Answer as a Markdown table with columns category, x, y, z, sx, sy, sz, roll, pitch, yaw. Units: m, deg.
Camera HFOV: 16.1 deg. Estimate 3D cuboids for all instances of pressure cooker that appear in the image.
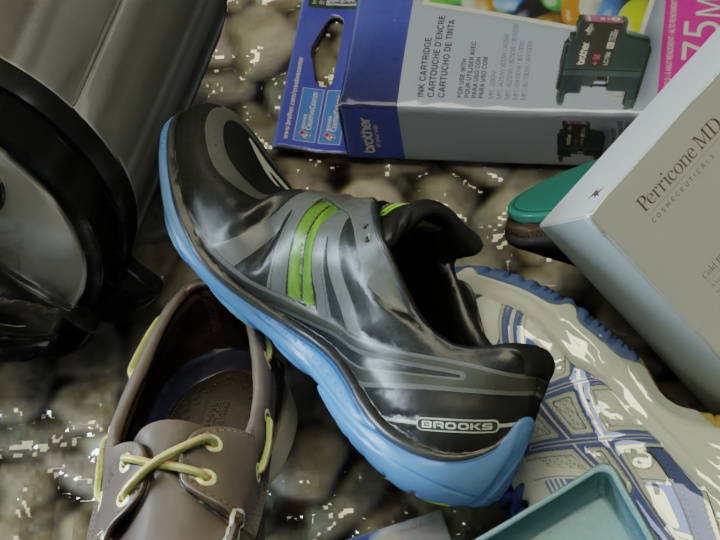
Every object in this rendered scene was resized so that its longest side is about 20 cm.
| category | x | y | z | sx | sy | sz | roll | pitch | yaw |
| --- | --- | --- | --- | --- | --- | --- | --- | --- | --- |
| pressure cooker | -0.158 | -0.069 | 0.995 | 0.175 | 0.179 | 0.201 | 10 | 55 | 13 |

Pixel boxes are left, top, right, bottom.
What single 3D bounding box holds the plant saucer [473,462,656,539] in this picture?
| category | x | y | z | sx | sy | sz | roll | pitch | yaw |
| --- | --- | --- | --- | --- | --- | --- | --- | --- | --- |
| plant saucer | 0.103 | 0.165 | 0.839 | 0.070 | 0.019 | 0.201 | -31 | 69 | 3 |

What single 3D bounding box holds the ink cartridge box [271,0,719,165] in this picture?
| category | x | y | z | sx | sy | sz | roll | pitch | yaw |
| --- | --- | --- | --- | --- | --- | --- | --- | --- | --- |
| ink cartridge box | 0.065 | -0.101 | 1.069 | 0.198 | 0.042 | 0.120 | 1 | 54 | 12 |

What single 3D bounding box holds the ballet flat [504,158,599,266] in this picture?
| category | x | y | z | sx | sy | sz | roll | pitch | yaw |
| --- | --- | --- | --- | --- | --- | --- | --- | --- | --- |
| ballet flat | 0.153 | -0.027 | 0.979 | 0.199 | 0.073 | 0.073 | -23 | 53 | -13 |

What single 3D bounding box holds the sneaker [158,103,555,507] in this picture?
| category | x | y | z | sx | sy | sz | roll | pitch | yaw |
| --- | --- | --- | --- | --- | --- | --- | --- | --- | --- |
| sneaker | 0.000 | 0.000 | 0.922 | 0.200 | 0.071 | 0.083 | 44 | 109 | 34 |

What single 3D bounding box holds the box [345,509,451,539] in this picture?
| category | x | y | z | sx | sy | sz | roll | pitch | yaw |
| --- | --- | --- | --- | --- | --- | --- | --- | --- | --- |
| box | 0.005 | 0.188 | 0.857 | 0.121 | 0.048 | 0.201 | -17 | 52 | -4 |

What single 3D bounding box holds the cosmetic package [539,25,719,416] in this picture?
| category | x | y | z | sx | sy | sz | roll | pitch | yaw |
| --- | --- | --- | --- | --- | --- | --- | --- | --- | --- |
| cosmetic package | 0.184 | -0.034 | 0.925 | 0.200 | 0.052 | 0.151 | -46 | 103 | -16 |

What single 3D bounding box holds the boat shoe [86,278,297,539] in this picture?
| category | x | y | z | sx | sy | sz | roll | pitch | yaw |
| --- | --- | --- | --- | --- | --- | --- | --- | --- | --- |
| boat shoe | -0.062 | 0.076 | 0.901 | 0.071 | 0.060 | 0.200 | -7 | 29 | 12 |

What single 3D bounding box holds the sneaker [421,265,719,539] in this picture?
| category | x | y | z | sx | sy | sz | roll | pitch | yaw |
| --- | --- | --- | --- | --- | --- | --- | --- | --- | --- |
| sneaker | 0.075 | 0.073 | 0.915 | 0.199 | 0.075 | 0.088 | 33 | 67 | 31 |
